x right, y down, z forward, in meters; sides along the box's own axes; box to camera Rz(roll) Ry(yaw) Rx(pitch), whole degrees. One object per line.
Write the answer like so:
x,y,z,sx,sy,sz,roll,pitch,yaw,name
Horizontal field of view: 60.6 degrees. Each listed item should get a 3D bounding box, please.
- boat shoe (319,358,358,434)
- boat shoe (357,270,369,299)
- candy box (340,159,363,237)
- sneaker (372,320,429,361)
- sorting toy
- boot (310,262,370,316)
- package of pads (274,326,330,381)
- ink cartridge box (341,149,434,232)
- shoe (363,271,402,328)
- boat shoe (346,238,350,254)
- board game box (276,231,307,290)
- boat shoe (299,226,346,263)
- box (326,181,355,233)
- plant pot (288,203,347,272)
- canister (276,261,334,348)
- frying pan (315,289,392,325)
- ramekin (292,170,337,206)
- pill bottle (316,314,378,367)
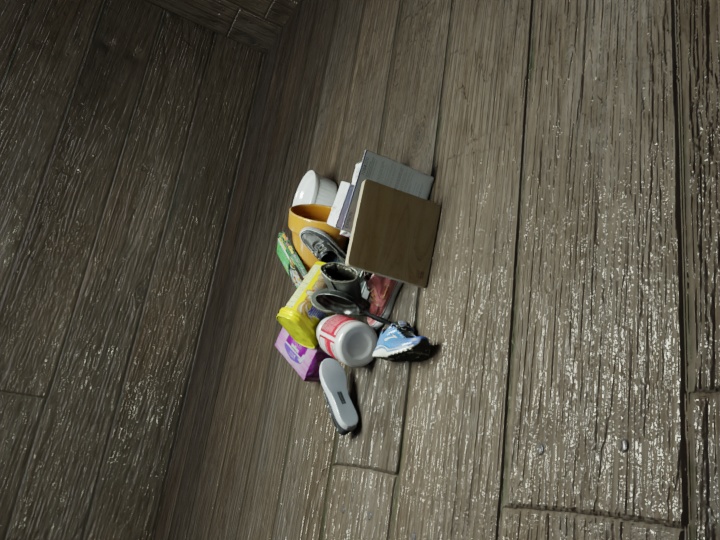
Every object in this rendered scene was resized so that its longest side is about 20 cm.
-0.062,0.320,1.553,0.066,0.070,0.201,-60,45,40,boat shoe
0.000,0.000,1.664,0.072,0.071,0.201,-4,71,65,boat shoe
0.036,-0.173,1.622,0.061,0.136,0.201,-13,62,65,candy box
0.088,0.153,1.362,0.200,0.078,0.090,-15,63,63,sneaker
0.067,-0.079,1.415,0.070,0.198,0.201,163,121,-67,sorting toy
-0.068,0.046,1.545,0.200,0.181,0.073,54,-136,-62,boot
-0.167,0.224,1.816,0.200,0.075,0.121,39,111,46,package of pads
0.062,-0.163,1.479,0.043,0.199,0.197,17,89,66,ink cartridge box
0.041,0.046,1.518,0.201,0.091,0.072,-65,25,17,shoe
0.005,-0.102,1.734,0.201,0.060,0.072,-51,32,40,boat shoe
-0.202,-0.011,1.864,0.201,0.023,0.105,59,156,24,board game box
-0.096,-0.045,1.746,0.070,0.200,0.066,-45,4,21,boat shoe
0.030,-0.134,1.530,0.060,0.199,0.117,29,98,64,box
-0.127,-0.087,1.879,0.200,0.199,0.184,-129,44,-62,plant pot
-0.128,0.093,1.720,0.086,0.149,0.200,11,57,38,canister
-0.019,0.083,1.483,0.115,0.189,0.031,61,-138,-57,frying pan
-0.158,-0.236,2.137,0.200,0.097,0.201,-46,34,45,ramekin
-0.042,0.175,1.589,0.200,0.112,0.113,12,85,66,pill bottle
